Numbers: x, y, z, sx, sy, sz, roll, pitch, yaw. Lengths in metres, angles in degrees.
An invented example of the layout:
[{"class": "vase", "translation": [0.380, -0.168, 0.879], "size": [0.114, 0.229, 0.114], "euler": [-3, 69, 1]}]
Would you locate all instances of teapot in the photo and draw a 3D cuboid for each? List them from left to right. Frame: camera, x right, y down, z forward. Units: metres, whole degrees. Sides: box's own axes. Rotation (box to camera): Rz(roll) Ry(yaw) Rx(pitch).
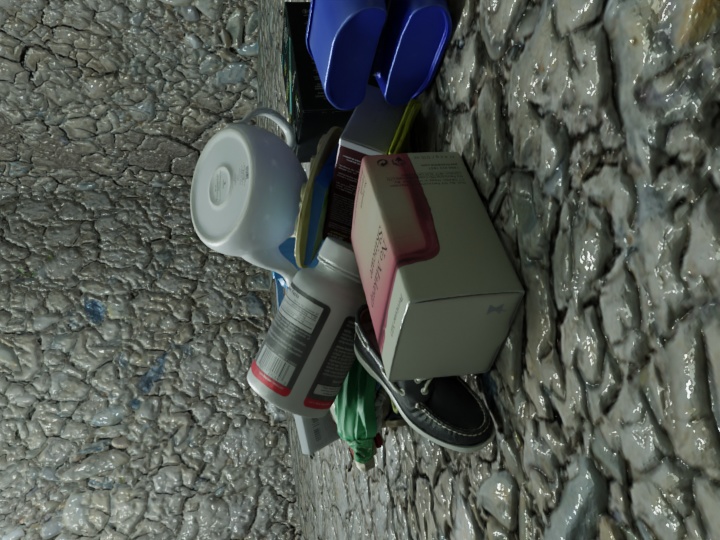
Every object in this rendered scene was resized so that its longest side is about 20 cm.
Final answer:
[{"class": "teapot", "translation": [-0.142, -0.112, 0.964], "size": [0.197, 0.146, 0.200], "euler": [45, 117, 40]}]

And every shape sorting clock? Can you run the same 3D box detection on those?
[{"class": "shape sorting clock", "translation": [-0.057, -0.100, 0.921], "size": [0.200, 0.039, 0.200], "euler": [19, -90, -86]}]

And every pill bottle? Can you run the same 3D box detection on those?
[{"class": "pill bottle", "translation": [-0.047, 0.065, 0.805], "size": [0.200, 0.111, 0.111], "euler": [-63, 17, 6]}]

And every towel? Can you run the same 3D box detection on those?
[{"class": "towel", "translation": [0.041, -0.122, 0.842], "size": [0.200, 0.018, 0.086], "euler": [104, -174, -66]}]

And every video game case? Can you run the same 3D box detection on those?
[{"class": "video game case", "translation": [-0.044, 0.161, 1.056], "size": [0.023, 0.182, 0.200], "euler": [-9, 95, 41]}]

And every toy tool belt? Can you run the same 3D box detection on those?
[{"class": "toy tool belt", "translation": [0.019, 0.178, 0.946], "size": [0.200, 0.123, 0.125], "euler": [-129, 23, -61]}]

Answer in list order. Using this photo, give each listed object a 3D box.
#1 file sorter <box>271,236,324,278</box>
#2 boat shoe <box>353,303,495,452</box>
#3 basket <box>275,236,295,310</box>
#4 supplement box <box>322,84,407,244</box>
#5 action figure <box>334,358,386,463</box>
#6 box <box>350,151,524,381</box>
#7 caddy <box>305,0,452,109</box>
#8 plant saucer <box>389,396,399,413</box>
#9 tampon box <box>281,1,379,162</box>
[{"class": "file sorter", "translation": [-0.095, -0.079, 1.177], "size": [0.200, 0.139, 0.123], "euler": [-124, 31, -69]}, {"class": "boat shoe", "translation": [0.061, 0.105, 0.697], "size": [0.200, 0.074, 0.060], "euler": [44, 153, 40]}, {"class": "basket", "translation": [-0.127, -0.007, 1.426], "size": [0.200, 0.139, 0.176], "euler": [-42, 46, 36]}, {"class": "supplement box", "translation": [0.004, -0.128, 0.879], "size": [0.200, 0.061, 0.109], "euler": [104, -174, -54]}, {"class": "action figure", "translation": [0.000, 0.142, 0.851], "size": [0.118, 0.055, 0.200], "euler": [-16, 66, 43]}, {"class": "box", "translation": [0.065, -0.008, 0.672], "size": [0.128, 0.109, 0.200], "euler": [100, 162, -46]}, {"class": "caddy", "translation": [0.016, -0.269, 0.733], "size": [0.200, 0.141, 0.105], "euler": [113, 147, -63]}, {"class": "plant saucer", "translation": [0.060, 0.049, 0.857], "size": [0.200, 0.048, 0.200], "euler": [102, 160, -50]}, {"class": "tampon box", "translation": [-0.049, -0.293, 1.052], "size": [0.150, 0.126, 0.200], "euler": [114, 148, -67]}]
